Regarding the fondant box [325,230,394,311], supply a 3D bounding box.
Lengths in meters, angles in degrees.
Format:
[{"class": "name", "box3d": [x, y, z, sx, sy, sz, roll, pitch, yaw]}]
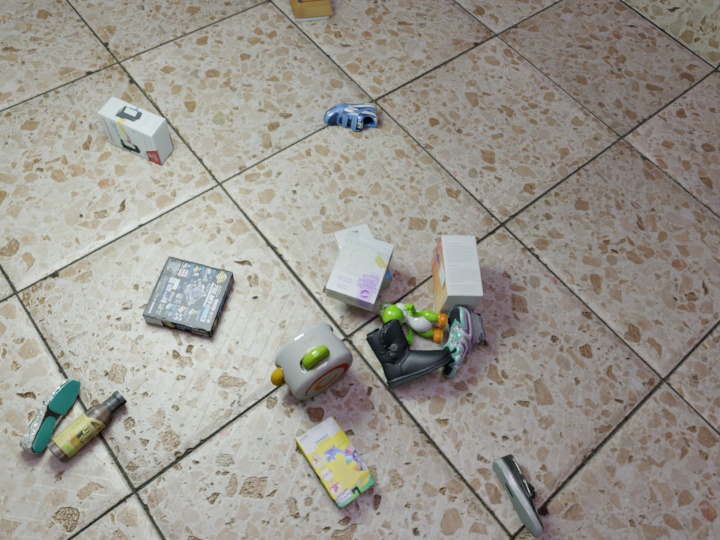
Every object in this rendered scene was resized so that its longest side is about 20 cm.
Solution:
[{"class": "fondant box", "box3d": [0.000, 0.000, 1.695, 0.143, 0.058, 0.201, 18, 63, 5]}]

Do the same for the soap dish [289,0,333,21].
[{"class": "soap dish", "box3d": [-0.206, -1.093, 2.367, 0.156, 0.081, 0.201, -11, 63, -13]}]

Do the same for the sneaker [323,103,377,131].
[{"class": "sneaker", "box3d": [-0.030, -0.531, 2.069, 0.198, 0.074, 0.083, -10, 63, -11]}]

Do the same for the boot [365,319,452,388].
[{"class": "boot", "box3d": [0.130, 0.207, 1.610, 0.199, 0.076, 0.169, -23, 89, 1]}]

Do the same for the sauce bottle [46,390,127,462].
[{"class": "sauce bottle", "box3d": [-0.672, 0.380, 1.468, 0.065, 0.065, 0.200, 38, 65, 15]}]

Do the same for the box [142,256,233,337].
[{"class": "box", "box3d": [-0.483, 0.072, 1.678, 0.197, 0.050, 0.201, 13, 59, 0]}]

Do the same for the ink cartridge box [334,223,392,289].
[{"class": "ink cartridge box", "box3d": [0.003, -0.031, 1.784, 0.114, 0.068, 0.201, -16, 64, -15]}]

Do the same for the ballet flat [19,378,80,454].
[{"class": "ballet flat", "box3d": [-0.778, 0.354, 1.473, 0.071, 0.072, 0.201, 19, 59, 4]}]

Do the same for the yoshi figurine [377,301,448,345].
[{"class": "yoshi figurine", "box3d": [0.142, 0.144, 1.680, 0.198, 0.112, 0.113, 16, 66, 7]}]

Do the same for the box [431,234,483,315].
[{"class": "box", "box3d": [0.279, 0.020, 1.739, 0.105, 0.153, 0.202, 1, 59, -5]}]

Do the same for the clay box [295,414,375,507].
[{"class": "clay box", "box3d": [-0.063, 0.481, 1.492, 0.114, 0.048, 0.201, -29, 68, -21]}]

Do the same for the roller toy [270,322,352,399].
[{"class": "roller toy", "box3d": [-0.127, 0.234, 1.552, 0.182, 0.200, 0.140, -9, 54, -53]}]

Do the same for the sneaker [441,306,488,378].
[{"class": "sneaker", "box3d": [0.307, 0.211, 1.680, 0.139, 0.078, 0.202, 16, 85, -32]}]

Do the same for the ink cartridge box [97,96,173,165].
[{"class": "ink cartridge box", "box3d": [-0.714, -0.444, 1.893, 0.198, 0.146, 0.083, 23, 62, 8]}]

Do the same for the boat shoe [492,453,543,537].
[{"class": "boat shoe", "box3d": [0.410, 0.560, 1.489, 0.063, 0.071, 0.201, -19, 62, -15]}]
